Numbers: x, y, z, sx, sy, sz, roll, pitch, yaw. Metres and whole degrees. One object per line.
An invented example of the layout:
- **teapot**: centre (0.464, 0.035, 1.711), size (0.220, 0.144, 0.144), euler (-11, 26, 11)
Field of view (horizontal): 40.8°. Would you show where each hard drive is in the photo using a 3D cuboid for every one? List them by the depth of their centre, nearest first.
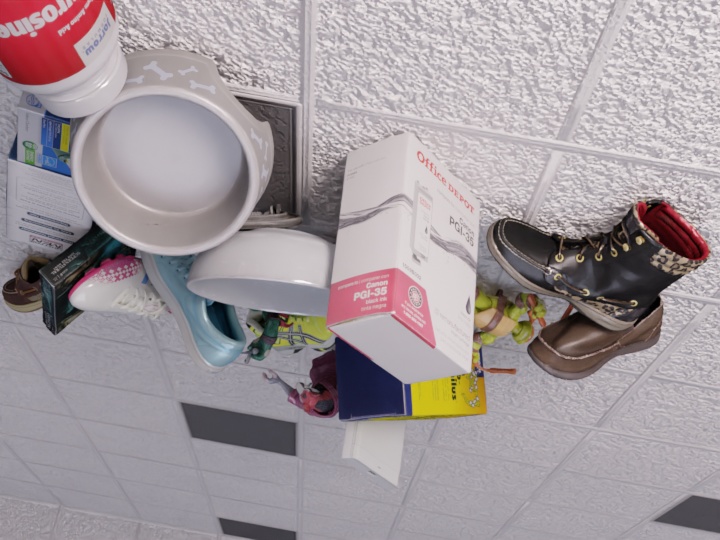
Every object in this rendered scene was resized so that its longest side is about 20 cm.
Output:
- **hard drive**: centre (0.028, 0.183, 1.340), size (0.026, 0.203, 0.132), euler (-6, 150, 29)

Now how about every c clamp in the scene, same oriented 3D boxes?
- **c clamp**: centre (-0.159, -0.059, 1.073), size (0.196, 0.028, 0.171), euler (0, -175, 2)

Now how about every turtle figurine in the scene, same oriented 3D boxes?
- **turtle figurine**: centre (0.161, 0.048, 1.185), size (0.159, 0.065, 0.200), euler (25, 142, -17)
- **turtle figurine**: centre (-0.129, 0.021, 1.207), size (0.151, 0.100, 0.200), euler (53, 148, 6)

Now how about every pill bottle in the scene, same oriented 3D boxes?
- **pill bottle**: centre (-0.260, -0.215, 0.767), size (0.110, 0.114, 0.201), euler (4, 153, 12)

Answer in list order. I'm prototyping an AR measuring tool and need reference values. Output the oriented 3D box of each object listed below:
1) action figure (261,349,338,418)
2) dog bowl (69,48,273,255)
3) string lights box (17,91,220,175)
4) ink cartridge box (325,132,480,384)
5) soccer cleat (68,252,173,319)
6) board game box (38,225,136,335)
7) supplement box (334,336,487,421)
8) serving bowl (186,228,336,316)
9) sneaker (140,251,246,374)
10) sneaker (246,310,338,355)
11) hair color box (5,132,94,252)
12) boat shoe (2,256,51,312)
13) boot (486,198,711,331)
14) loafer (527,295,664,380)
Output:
- **action figure**: centre (-0.043, 0.174, 1.371), size (0.133, 0.151, 0.200), euler (-25, -176, 20)
- **dog bowl**: centre (-0.180, -0.102, 0.910), size (0.196, 0.059, 0.203), euler (-2, 124, -2)
- **string lights box**: centre (-0.241, -0.132, 0.982), size (0.197, 0.060, 0.103), euler (16, 152, -12)
- **ink cartridge box**: centre (0.047, -0.011, 0.957), size (0.082, 0.203, 0.146), euler (-14, 145, 34)
- **soccer cleat**: centre (-0.268, 0.025, 1.181), size (0.070, 0.087, 0.199), euler (-45, 171, 24)
- **board game box**: centre (-0.333, 0.002, 1.190), size (0.028, 0.135, 0.200), euler (45, 155, 3)
- **supplement box**: centre (0.070, 0.140, 1.278), size (0.108, 0.112, 0.199), euler (-11, 167, 37)
- **serving bowl**: centre (-0.080, -0.002, 1.010), size (0.196, 0.067, 0.200), euler (6, 169, 1)
- **sneaker**: centre (-0.192, 0.018, 1.162), size (0.081, 0.202, 0.074), euler (-31, 176, 34)
- **sneaker**: centre (-0.085, 0.067, 1.299), size (0.076, 0.077, 0.199), euler (25, 148, -29)
- **hair color box**: centre (-0.346, -0.089, 1.102), size (0.099, 0.061, 0.200), euler (17, 152, -13)
- **boat shoe**: centre (-0.442, 0.010, 1.344), size (0.198, 0.072, 0.073), euler (0, 123, 43)
- **boot**: centre (0.246, -0.024, 1.004), size (0.198, 0.074, 0.151), euler (31, 142, -10)
- **loafer**: centre (0.273, 0.063, 1.112), size (0.198, 0.073, 0.072), euler (-17, 134, -33)
